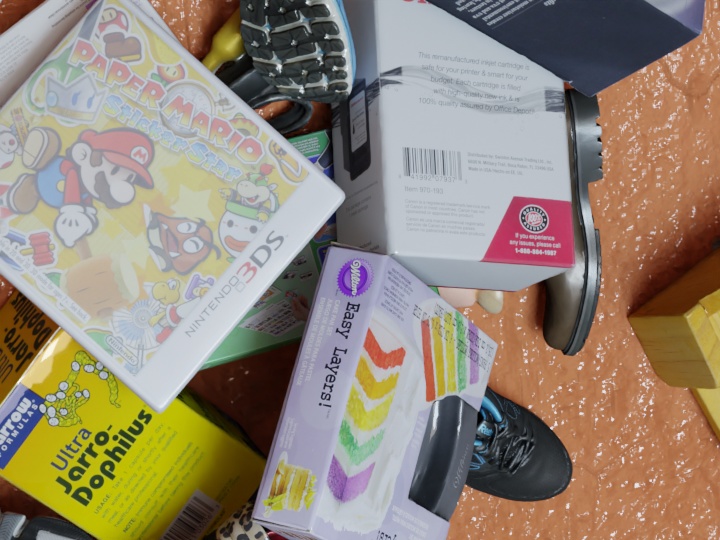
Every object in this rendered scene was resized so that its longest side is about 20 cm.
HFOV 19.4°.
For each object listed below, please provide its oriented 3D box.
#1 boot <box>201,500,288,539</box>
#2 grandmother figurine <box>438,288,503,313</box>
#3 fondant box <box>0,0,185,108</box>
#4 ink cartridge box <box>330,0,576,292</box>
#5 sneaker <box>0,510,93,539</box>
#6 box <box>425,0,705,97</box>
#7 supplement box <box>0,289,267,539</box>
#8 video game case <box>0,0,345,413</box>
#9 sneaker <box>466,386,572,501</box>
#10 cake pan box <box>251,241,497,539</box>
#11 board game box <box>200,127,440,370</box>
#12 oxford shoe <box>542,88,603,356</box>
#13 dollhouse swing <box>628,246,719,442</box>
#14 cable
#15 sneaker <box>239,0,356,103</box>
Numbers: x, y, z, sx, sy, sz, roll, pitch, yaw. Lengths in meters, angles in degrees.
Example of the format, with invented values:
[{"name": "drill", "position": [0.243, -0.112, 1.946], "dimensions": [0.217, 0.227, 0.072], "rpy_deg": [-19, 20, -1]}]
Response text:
[{"name": "boot", "position": [-0.089, 0.229, 1.386], "dimensions": [0.150, 0.073, 0.200], "rpy_deg": [-38, 147, 5]}, {"name": "grandmother figurine", "position": [0.000, 0.000, 1.489], "dimensions": [0.198, 0.061, 0.122], "rpy_deg": [-8, 80, -22]}, {"name": "fondant box", "position": [-0.157, -0.079, 1.359], "dimensions": [0.144, 0.058, 0.201], "rpy_deg": [-38, 89, -8]}, {"name": "ink cartridge box", "position": [0.060, -0.095, 1.428], "dimensions": [0.144, 0.083, 0.202], "rpy_deg": [4, 76, -26]}, {"name": "sneaker", "position": [-0.271, 0.194, 1.426], "dimensions": [0.198, 0.116, 0.075], "rpy_deg": [21, 64, 5]}, {"name": "box", "position": [0.127, -0.257, 1.386], "dimensions": [0.197, 0.123, 0.202], "rpy_deg": [26, 59, -28]}, {"name": "supplement box", "position": [-0.168, 0.112, 1.422], "dimensions": [0.200, 0.109, 0.110], "rpy_deg": [38, 90, -28]}, {"name": "video game case", "position": [-0.141, -0.045, 1.318], "dimensions": [0.200, 0.023, 0.182], "rpy_deg": [41, 82, -2]}, {"name": "sneaker", "position": [0.086, 0.122, 1.547], "dimensions": [0.199, 0.082, 0.074], "rpy_deg": [32, 89, -28]}, {"name": "cake pan box", "position": [0.015, 0.103, 1.377], "dimensions": [0.200, 0.052, 0.186], "rpy_deg": [40, 65, -57]}, {"name": "board game box", "position": [-0.057, -0.017, 1.430], "dimensions": [0.198, 0.029, 0.136], "rpy_deg": [-15, 85, -21]}, {"name": "oxford shoe", "position": [0.133, -0.033, 1.538], "dimensions": [0.084, 0.073, 0.202], "rpy_deg": [-6, 106, -4]}, {"name": "dollhouse swing", "position": [0.340, 0.048, 1.592], "dimensions": [0.199, 0.182, 0.177], "rpy_deg": [-35, 95, -10]}, {"name": "cable", "position": [-0.113, -0.107, 1.433], "dimensions": [0.199, 0.050, 0.097], "rpy_deg": [-32, 132, 2]}, {"name": "sneaker", "position": [-0.034, -0.203, 1.363], "dimensions": [0.090, 0.078, 0.202], "rpy_deg": [-46, 131, -46]}]
